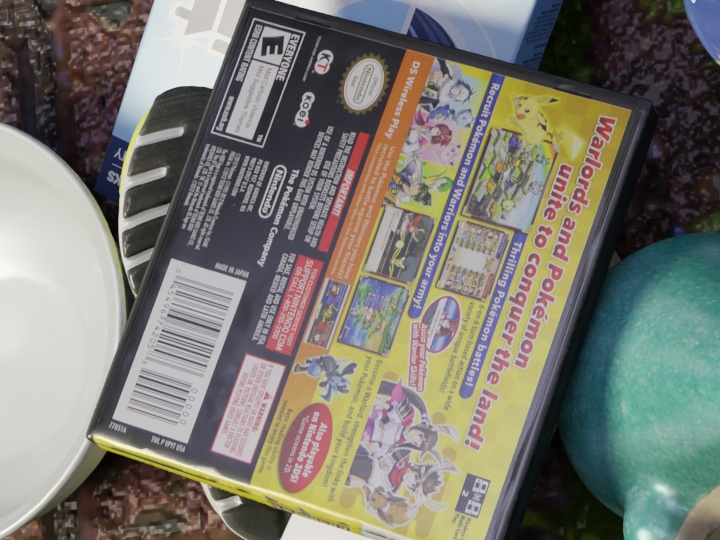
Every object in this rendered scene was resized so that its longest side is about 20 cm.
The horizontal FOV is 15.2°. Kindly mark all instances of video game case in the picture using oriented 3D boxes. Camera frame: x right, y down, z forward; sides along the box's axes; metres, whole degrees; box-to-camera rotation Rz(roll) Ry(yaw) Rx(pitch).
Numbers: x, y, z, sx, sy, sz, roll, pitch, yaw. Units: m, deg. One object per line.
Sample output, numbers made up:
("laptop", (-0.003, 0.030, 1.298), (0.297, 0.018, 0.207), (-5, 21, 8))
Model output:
("video game case", (0.004, 0.003, 1.094), (0.181, 0.026, 0.200), (17, 80, 18))

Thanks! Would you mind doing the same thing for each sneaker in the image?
("sneaker", (-0.067, 0.019, 1.180), (0.078, 0.090, 0.200), (-10, 94, -14))

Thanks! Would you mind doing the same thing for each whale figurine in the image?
("whale figurine", (0.140, 0.042, 1.074), (0.104, 0.200, 0.159), (32, 85, -7))

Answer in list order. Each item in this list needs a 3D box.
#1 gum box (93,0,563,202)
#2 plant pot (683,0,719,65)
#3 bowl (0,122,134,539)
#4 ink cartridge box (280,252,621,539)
("gum box", (-0.011, -0.094, 1.194), (0.170, 0.045, 0.200), (25, 108, 18))
("plant pot", (0.234, -0.161, 1.104), (0.200, 0.200, 0.180), (8, 96, 16))
("bowl", (-0.175, 0.036, 1.213), (0.201, 0.090, 0.201), (-5, 77, 23))
("ink cartridge box", (0.038, 0.064, 1.146), (0.067, 0.117, 0.200), (22, 83, 17))
